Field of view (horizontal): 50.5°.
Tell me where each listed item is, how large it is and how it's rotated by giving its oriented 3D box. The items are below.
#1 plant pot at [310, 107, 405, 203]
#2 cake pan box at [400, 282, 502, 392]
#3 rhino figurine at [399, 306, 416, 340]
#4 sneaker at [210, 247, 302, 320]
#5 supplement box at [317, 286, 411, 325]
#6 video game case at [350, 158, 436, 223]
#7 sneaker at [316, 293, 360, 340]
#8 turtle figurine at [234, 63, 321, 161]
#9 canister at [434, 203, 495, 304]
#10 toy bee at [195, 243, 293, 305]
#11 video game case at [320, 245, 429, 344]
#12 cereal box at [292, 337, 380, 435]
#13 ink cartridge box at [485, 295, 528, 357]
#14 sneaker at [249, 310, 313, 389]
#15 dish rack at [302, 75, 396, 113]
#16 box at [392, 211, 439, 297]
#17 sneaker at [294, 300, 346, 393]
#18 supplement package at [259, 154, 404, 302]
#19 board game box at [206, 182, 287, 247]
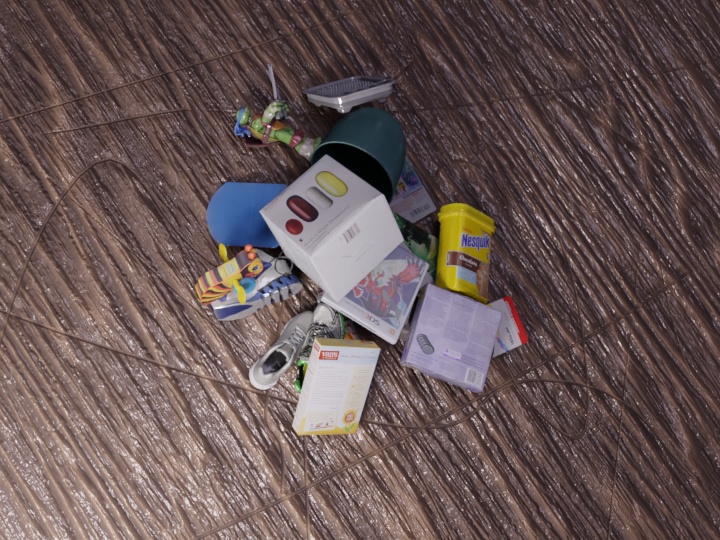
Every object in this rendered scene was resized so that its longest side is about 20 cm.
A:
[{"bbox_3d":[0.011,-0.260,1.685,0.199,0.201,0.163,32,58,-8],"label":"plant pot"},{"bbox_3d":[0.203,0.148,1.665,0.196,0.052,0.188,19,75,-9],"label":"cake pan box"},{"bbox_3d":[0.052,0.097,1.691,0.196,0.060,0.089,18,72,-12],"label":"rhino figurine"},{"bbox_3d":[-0.232,0.022,1.611,0.196,0.081,0.117,-20,67,-15],"label":"sneaker"},{"bbox_3d":[0.018,0.036,1.630,0.197,0.061,0.111,26,65,-12],"label":"supplement box"},{"bbox_3d":[0.057,-0.177,1.789,0.198,0.024,0.184,-29,86,-23],"label":"video game case"},{"bbox_3d":[-0.051,0.141,1.635,0.078,0.076,0.203,-2,65,-65],"label":"sneaker"},{"bbox_3d":[-0.165,-0.346,1.695,0.192,0.144,0.203,31,71,-12],"label":"turtle figurine"},{"bbox_3d":[0.240,-0.032,1.760,0.147,0.086,0.204,22,67,-39],"label":"canister"},{"bbox_3d":[-0.241,-0.010,1.520,0.130,0.109,0.200,39,67,18],"label":"toy bee"},{"bbox_3d":[0.034,0.023,1.594,0.180,0.023,0.202,31,62,-9],"label":"video game case"},{"bbox_3d":[-0.050,0.238,1.555,0.141,0.039,0.204,7,108,-31],"label":"cereal box"},{"bbox_3d":[0.306,0.136,1.764,0.197,0.067,0.118,-20,83,-23],"label":"ink cartridge box"},{"bbox_3d":[-0.147,0.162,1.586,0.075,0.092,0.201,40,66,-4],"label":"sneaker"},{"bbox_3d":[-0.025,-0.404,1.749,0.169,0.199,0.044,-21,116,-22],"label":"dish rack"},{"bbox_3d":[0.096,-0.041,1.729,0.198,0.036,0.147,29,62,-26],"label":"box"},{"bbox_3d":[-0.085,0.162,1.567,0.077,0.085,0.205,13,97,23],"label":"sneaker"},{"bbox_3d":[-0.058,-0.088,1.531,0.191,0.148,0.199,-42,48,-12],"label":"supplement package"},{"bbox_3d":[-0.233,-0.112,1.655,0.195,0.039,0.161,2,62,1],"label":"board game box"}]
